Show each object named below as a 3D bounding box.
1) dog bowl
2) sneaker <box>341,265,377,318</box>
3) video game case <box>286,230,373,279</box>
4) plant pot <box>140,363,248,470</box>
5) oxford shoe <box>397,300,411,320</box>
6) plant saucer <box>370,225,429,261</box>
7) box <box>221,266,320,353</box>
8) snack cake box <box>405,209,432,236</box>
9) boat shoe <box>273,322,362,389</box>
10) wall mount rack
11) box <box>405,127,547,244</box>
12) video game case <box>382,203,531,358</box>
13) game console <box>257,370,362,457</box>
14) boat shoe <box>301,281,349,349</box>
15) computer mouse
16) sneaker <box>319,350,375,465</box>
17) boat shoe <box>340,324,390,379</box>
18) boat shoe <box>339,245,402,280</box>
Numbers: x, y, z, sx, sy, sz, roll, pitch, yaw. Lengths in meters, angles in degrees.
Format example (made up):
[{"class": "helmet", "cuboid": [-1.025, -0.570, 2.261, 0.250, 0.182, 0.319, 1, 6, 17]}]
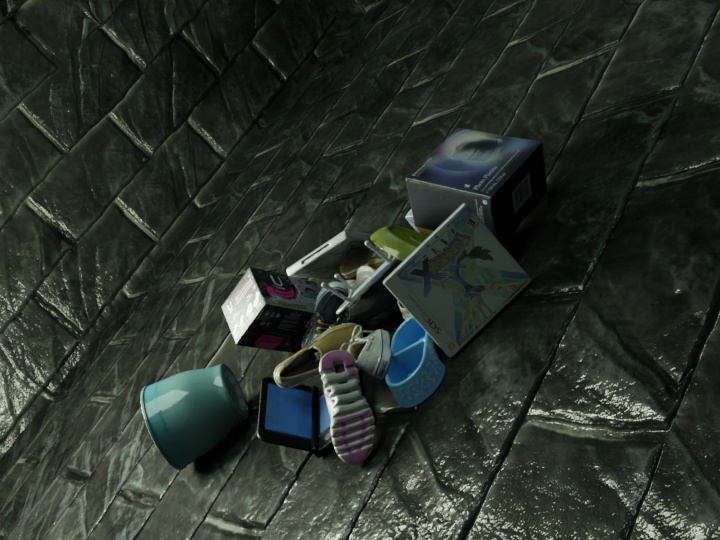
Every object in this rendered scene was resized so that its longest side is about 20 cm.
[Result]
[{"class": "dog bowl", "cuboid": [0.099, 0.155, 1.548, 0.111, 0.050, 0.202, -31, 27, 29]}, {"class": "sneaker", "cuboid": [0.003, 0.058, 1.842, 0.200, 0.075, 0.094, 139, 150, -62]}, {"class": "video game case", "cuboid": [-0.044, -0.031, 1.956, 0.181, 0.022, 0.199, -32, -18, 28]}, {"class": "plant pot", "cuboid": [-0.357, 0.308, 1.904, 0.185, 0.202, 0.201, -26, 24, 2]}, {"class": "oxford shoe", "cuboid": [0.144, 0.049, 1.644, 0.198, 0.058, 0.076, -20, 31, 43]}, {"class": "plant saucer", "cuboid": [0.115, -0.041, 1.619, 0.200, 0.196, 0.032, -126, 55, -67]}, {"class": "box", "cuboid": [-0.181, 0.088, 1.876, 0.133, 0.198, 0.116, -51, 50, 24]}, {"class": "snack cake box", "cuboid": [0.200, -0.140, 1.854, 0.116, 0.067, 0.199, -51, 24, -21]}, {"class": "boat shoe", "cuboid": [-0.076, 0.164, 1.654, 0.198, 0.072, 0.076, -34, -8, -16]}, {"class": "wall mount rack", "cuboid": [0.000, 0.000, 1.680, 0.200, 0.075, 0.174, -44, 2, 9]}, {"class": "box", "cuboid": [0.224, -0.165, 1.650, 0.196, 0.125, 0.200, 16, 46, 37]}, {"class": "video game case", "cuboid": [0.169, 0.019, 1.492, 0.200, 0.183, 0.022, -43, 7, 2]}, {"class": "game console", "cuboid": [-0.094, 0.246, 1.635, 0.175, 0.116, 0.201, -38, 24, 15]}, {"class": "boat shoe", "cuboid": [-0.073, 0.125, 1.809, 0.092, 0.069, 0.203, -95, 23, -54]}, {"class": "computer mouse", "cuboid": [0.030, 0.071, 1.742, 0.200, 0.053, 0.138, -46, -13, 23]}, {"class": "sneaker", "cuboid": [-0.025, 0.248, 1.520, 0.089, 0.079, 0.204, 101, 158, -63]}, {"class": "boat shoe", "cuboid": [0.005, 0.149, 1.616, 0.202, 0.085, 0.076, -93, 23, -78]}, {"class": "boat shoe", "cuboid": [0.053, -0.019, 1.899, 0.197, 0.066, 0.073, -20, 46, 15]}]
